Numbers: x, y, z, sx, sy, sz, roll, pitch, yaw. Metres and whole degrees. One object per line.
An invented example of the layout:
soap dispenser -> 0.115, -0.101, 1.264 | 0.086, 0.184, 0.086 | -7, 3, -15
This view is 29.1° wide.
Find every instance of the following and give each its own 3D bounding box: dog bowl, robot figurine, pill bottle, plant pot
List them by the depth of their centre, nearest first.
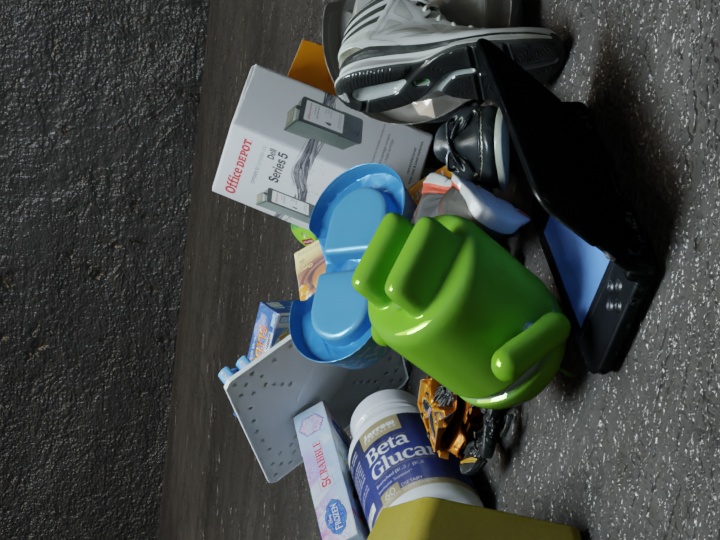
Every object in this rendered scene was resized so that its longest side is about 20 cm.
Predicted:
robot figurine -> 0.086, 0.034, 1.102 | 0.175, 0.200, 0.116 | 8, 67, 51
plant pot -> 0.081, 0.286, 1.117 | 0.200, 0.198, 0.178 | 137, 144, -69
robot figurine -> 0.102, 0.085, 1.266 | 0.145, 0.058, 0.202 | -110, 32, -56
dog bowl -> 0.062, -0.230, 1.286 | 0.058, 0.198, 0.203 | 10, -101, -60
dog bowl -> 0.000, 0.000, 1.300 | 0.111, 0.049, 0.202 | -5, 63, 36
pill bottle -> 0.049, 0.205, 1.377 | 0.200, 0.110, 0.112 | -115, 31, -60

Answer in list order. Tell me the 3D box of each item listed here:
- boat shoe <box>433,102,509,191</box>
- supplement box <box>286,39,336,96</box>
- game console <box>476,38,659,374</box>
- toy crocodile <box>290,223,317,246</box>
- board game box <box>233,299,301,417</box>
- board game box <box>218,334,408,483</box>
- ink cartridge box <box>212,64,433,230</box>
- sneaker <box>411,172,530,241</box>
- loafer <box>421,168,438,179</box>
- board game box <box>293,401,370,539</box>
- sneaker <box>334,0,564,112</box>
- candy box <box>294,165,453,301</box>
boat shoe -> 0.097, -0.110, 1.213 | 0.199, 0.065, 0.075 | -67, -22, -79
supplement box -> -0.013, -0.151, 1.520 | 0.201, 0.125, 0.074 | 90, -163, -59
game console -> 0.139, -0.048, 1.057 | 0.201, 0.115, 0.177 | -103, 21, -45
toy crocodile -> -0.012, -0.032, 1.533 | 0.068, 0.199, 0.062 | -49, -10, -26
board game box -> -0.042, 0.099, 1.553 | 0.034, 0.199, 0.137 | 30, 113, 41
board game box -> -0.046, 0.115, 1.490 | 0.026, 0.199, 0.201 | 43, 161, 36
ink cartridge box -> -0.043, -0.111, 1.440 | 0.146, 0.198, 0.085 | 119, 171, -61
sneaker -> 0.086, -0.032, 1.195 | 0.082, 0.077, 0.200 | -61, 9, 0
loafer -> 0.065, -0.021, 1.415 | 0.070, 0.069, 0.202 | 112, 159, -52
board game box -> 0.006, 0.271, 1.458 | 0.201, 0.041, 0.200 | 58, -172, -35
sneaker -> 0.075, -0.210, 1.200 | 0.076, 0.198, 0.116 | 66, -159, -57
candy box -> 0.032, -0.006, 1.351 | 0.199, 0.055, 0.116 | -28, 50, 22
